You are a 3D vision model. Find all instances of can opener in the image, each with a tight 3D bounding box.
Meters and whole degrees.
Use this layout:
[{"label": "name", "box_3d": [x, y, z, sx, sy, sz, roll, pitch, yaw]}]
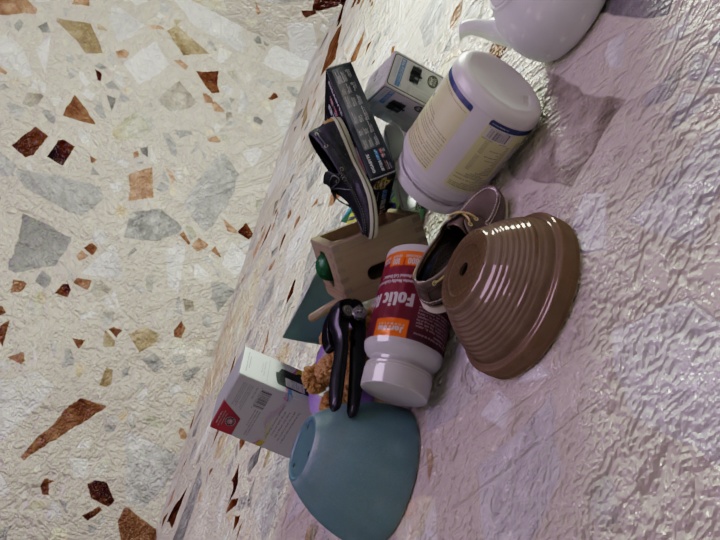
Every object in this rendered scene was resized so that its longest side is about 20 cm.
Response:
[{"label": "can opener", "box_3d": [-0.017, 0.121, 1.039, 0.202, 0.062, 0.079, -95, 21, -45]}]

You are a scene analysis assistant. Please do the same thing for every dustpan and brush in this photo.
[{"label": "dustpan and brush", "box_3d": [0.076, -0.175, 1.235, 0.200, 0.056, 0.142, -101, -2, -85]}]

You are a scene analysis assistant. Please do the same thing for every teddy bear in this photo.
[{"label": "teddy bear", "box_3d": [-0.009, 0.146, 1.124, 0.198, 0.066, 0.147, -25, 78, 23]}]

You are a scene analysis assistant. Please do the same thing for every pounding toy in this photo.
[{"label": "pounding toy", "box_3d": [0.000, 0.000, 1.206, 0.184, 0.197, 0.145, -156, 46, -74]}]

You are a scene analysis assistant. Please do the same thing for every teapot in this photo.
[{"label": "teapot", "box_3d": [0.248, -0.404, 1.012, 0.203, 0.144, 0.197, -65, 17, 4]}]

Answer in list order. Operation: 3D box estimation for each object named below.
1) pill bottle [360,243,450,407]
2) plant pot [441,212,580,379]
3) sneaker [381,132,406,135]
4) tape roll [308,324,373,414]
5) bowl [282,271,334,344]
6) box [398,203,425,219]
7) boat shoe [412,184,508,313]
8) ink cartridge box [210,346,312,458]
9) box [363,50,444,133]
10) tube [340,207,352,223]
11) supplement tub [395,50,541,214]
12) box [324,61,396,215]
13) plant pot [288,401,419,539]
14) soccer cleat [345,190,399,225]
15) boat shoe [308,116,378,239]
[{"label": "pill bottle", "box_3d": [0.068, 0.077, 1.013, 0.114, 0.113, 0.203, -35, 35, 60]}, {"label": "plant pot", "box_3d": [0.157, 0.016, 0.852, 0.202, 0.091, 0.203, -58, 19, 33]}, {"label": "sneaker", "box_3d": [0.105, -0.294, 1.458, 0.199, 0.073, 0.112, -39, 3, 25]}, {"label": "tape roll", "box_3d": [-0.021, 0.165, 1.272, 0.201, 0.065, 0.202, -58, 19, 33]}, {"label": "bowl", "box_3d": [-0.063, 0.065, 1.420, 0.203, 0.104, 0.201, -61, 3, 5]}, {"label": "box", "box_3d": [0.088, -0.138, 1.368, 0.144, 0.036, 0.204, -26, 46, 67]}, {"label": "boat shoe", "box_3d": [0.133, -0.040, 0.962, 0.071, 0.060, 0.201, 19, 65, 39]}, {"label": "ink cartridge box", "box_3d": [-0.159, 0.254, 1.359, 0.147, 0.197, 0.083, -57, 16, 28]}, {"label": "box", "box_3d": [0.110, -0.261, 1.172, 0.116, 0.197, 0.061, -17, 52, 66]}, {"label": "tube", "box_3d": [0.035, -0.174, 1.418, 0.050, 0.077, 0.202, 48, 115, 44]}, {"label": "supplement tub", "box_3d": [0.150, -0.195, 1.054, 0.201, 0.143, 0.147, -53, 22, 40]}, {"label": "box", "box_3d": [-0.004, -0.204, 1.172, 0.159, 0.045, 0.203, 102, 148, -72]}, {"label": "plant pot", "box_3d": [-0.023, 0.270, 1.020, 0.201, 0.133, 0.202, -57, 19, 32]}, {"label": "soccer cleat", "box_3d": [0.015, -0.098, 1.356, 0.200, 0.064, 0.084, -49, 6, 44]}, {"label": "boat shoe", "box_3d": [-0.025, -0.136, 1.100, 0.075, 0.061, 0.203, 112, 137, -73]}]
